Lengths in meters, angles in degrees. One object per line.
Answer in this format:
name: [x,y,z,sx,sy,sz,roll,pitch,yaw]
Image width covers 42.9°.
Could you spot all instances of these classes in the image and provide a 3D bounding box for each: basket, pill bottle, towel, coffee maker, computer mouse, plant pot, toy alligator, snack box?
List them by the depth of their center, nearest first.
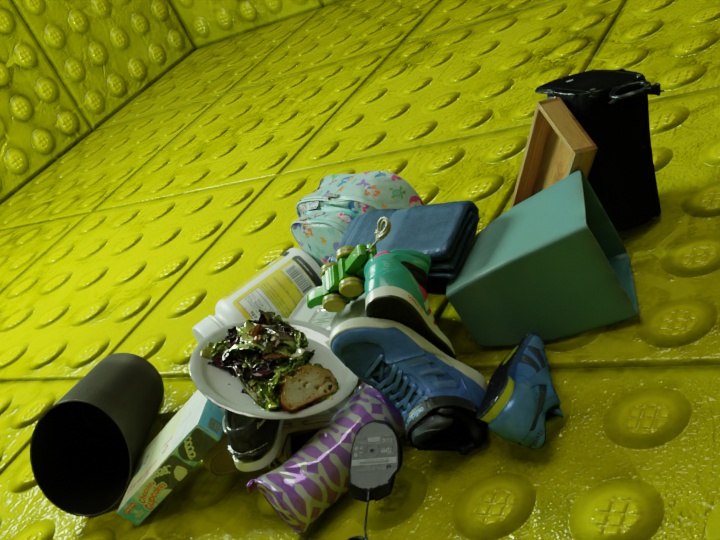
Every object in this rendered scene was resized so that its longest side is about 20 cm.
computer mouse: [0.013,0.248,0.950,0.058,0.034,0.200,-5,52,18]
plant pot: [0.215,0.004,1.128,0.200,0.141,0.141,-26,25,23]
toy alligator: [0.000,0.000,1.149,0.200,0.054,0.059,-44,42,43]
snack box: [-0.230,0.222,1.159,0.200,0.037,0.116,-47,16,28]
towel: [0.057,-0.037,1.193,0.200,0.049,0.112,-4,46,41]
coffee maker: [0.321,-0.151,1.206,0.134,0.201,0.192,-12,20,5]
basket: [-0.356,0.208,1.280,0.136,0.181,0.200,10,23,1]
pill bottle: [-0.144,0.065,1.371,0.200,0.114,0.114,-37,28,-19]

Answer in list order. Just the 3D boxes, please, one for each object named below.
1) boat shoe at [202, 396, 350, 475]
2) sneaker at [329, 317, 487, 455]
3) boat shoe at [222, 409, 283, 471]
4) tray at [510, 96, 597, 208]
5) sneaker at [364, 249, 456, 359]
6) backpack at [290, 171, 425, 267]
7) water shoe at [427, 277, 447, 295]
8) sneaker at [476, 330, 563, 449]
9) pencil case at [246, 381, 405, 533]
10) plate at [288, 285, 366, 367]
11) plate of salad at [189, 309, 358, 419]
boat shoe: [-0.100,0.209,1.122,0.200,0.072,0.065,-22,42,0]
sneaker: [0.055,0.132,1.000,0.077,0.200,0.111,-51,19,31]
boat shoe: [-0.125,0.151,1.089,0.074,0.060,0.200,-11,29,11]
tray: [0.251,-0.118,1.209,0.037,0.200,0.099,-16,54,-14]
sneaker: [0.059,0.044,1.096,0.083,0.200,0.121,-14,49,17]
backpack: [0.008,-0.057,1.374,0.200,0.178,0.151,-5,35,41]
water shoe: [0.143,-0.010,1.265,0.199,0.072,0.079,0,17,1]
sneaker: [0.186,0.134,1.014,0.066,0.078,0.200,-56,-3,26]
pencil case: [-0.028,0.204,1.042,0.085,0.084,0.200,38,61,22]
plate: [-0.043,0.074,1.215,0.199,0.032,0.200,-11,34,42]
plate of salad: [-0.099,0.102,1.070,0.199,0.048,0.200,3,30,-2]
